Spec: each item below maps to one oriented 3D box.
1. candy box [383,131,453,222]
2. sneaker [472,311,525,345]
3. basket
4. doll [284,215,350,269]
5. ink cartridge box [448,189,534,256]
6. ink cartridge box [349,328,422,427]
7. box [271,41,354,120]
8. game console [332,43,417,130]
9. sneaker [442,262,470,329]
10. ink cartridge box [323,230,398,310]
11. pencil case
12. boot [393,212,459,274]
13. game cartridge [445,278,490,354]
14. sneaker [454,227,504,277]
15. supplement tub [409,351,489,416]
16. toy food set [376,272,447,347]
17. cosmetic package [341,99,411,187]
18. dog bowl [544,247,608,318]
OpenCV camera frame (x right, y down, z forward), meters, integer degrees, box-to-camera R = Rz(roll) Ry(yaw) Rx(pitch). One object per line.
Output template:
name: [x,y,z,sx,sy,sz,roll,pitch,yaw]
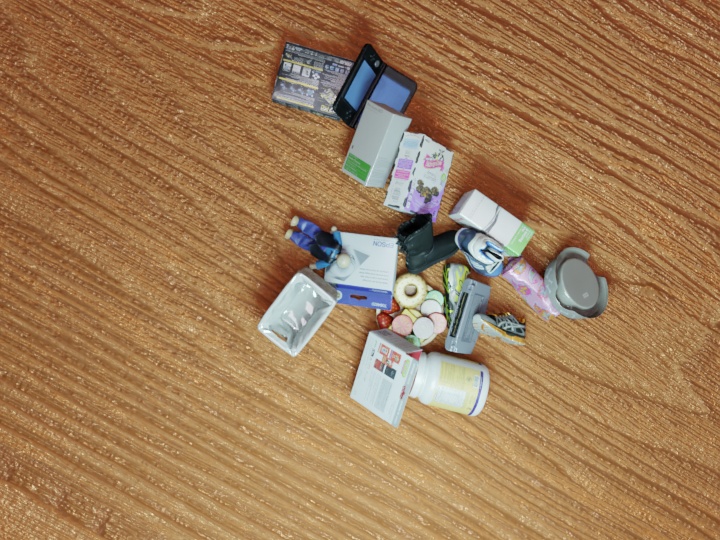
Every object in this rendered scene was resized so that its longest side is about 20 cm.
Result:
candy box: [0.159,-0.248,1.674,0.071,0.167,0.202,17,93,38]
sneaker: [0.385,0.147,1.729,0.199,0.078,0.078,23,78,-35]
basket: [-0.162,0.104,1.680,0.135,0.123,0.201,38,104,-3]
doll: [-0.110,-0.065,1.702,0.199,0.048,0.138,31,101,16]
ink cartridge box: [0.353,-0.128,1.698,0.199,0.146,0.084,35,90,-4]
ink cartridge box: [0.083,0.287,1.672,0.175,0.083,0.202,28,109,35]
box: [-0.129,-0.518,1.712,0.198,0.049,0.163,14,90,-3]
game console: [0.041,-0.473,1.690,0.116,0.176,0.202,28,90,25]
sneaker: [0.274,0.080,1.740,0.075,0.075,0.203,-2,97,-8]
ink cartridge box: [0.000,0.000,1.720,0.197,0.041,0.203,6,92,11]
pencil case: [0.482,0.047,1.744,0.200,0.087,0.087,45,90,-3]
boot: [0.185,-0.090,1.678,0.197,0.163,0.073,-31,49,-10]
game cartridge: [0.299,0.129,1.719,0.040,0.133,0.202,17,90,40]
sneaker: [0.347,-0.029,1.673,0.081,0.146,0.200,-48,119,0]
supplement tub: [0.238,0.306,1.711,0.198,0.145,0.147,15,92,-2]
toy food set: [0.143,0.123,1.748,0.198,0.049,0.200,42,90,-3]
cosmetic package: [0.041,-0.335,1.661,0.107,0.084,0.202,36,115,35]
dog bowl: [0.589,0.041,1.717,0.198,0.059,0.203,10,68,-26]
